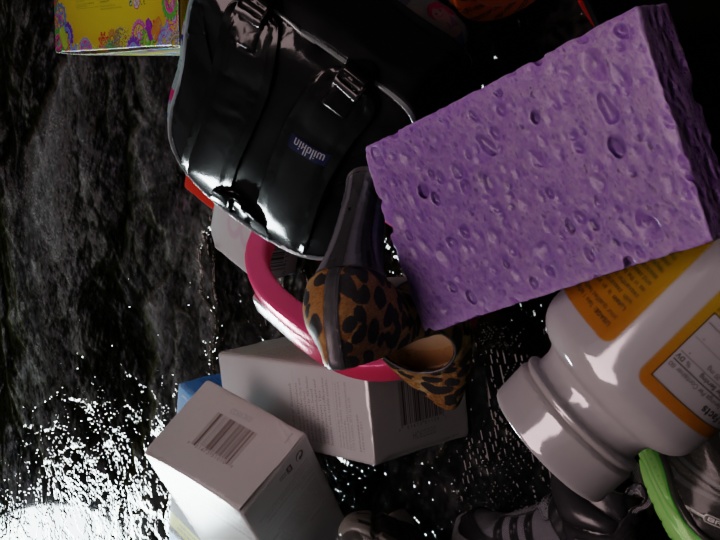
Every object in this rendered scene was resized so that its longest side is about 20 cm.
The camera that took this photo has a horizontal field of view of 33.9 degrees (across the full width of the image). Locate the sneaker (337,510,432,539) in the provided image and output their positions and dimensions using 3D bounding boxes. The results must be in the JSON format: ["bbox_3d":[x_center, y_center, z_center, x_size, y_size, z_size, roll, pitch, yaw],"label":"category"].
[{"bbox_3d":[0.057,0.247,0.821,0.199,0.075,0.080,38,96,-2],"label":"sneaker"}]

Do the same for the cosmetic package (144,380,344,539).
[{"bbox_3d":[-0.079,0.193,0.945,0.112,0.081,0.201,22,146,35],"label":"cosmetic package"}]

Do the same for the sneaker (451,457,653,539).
[{"bbox_3d":[0.133,0.166,0.795,0.200,0.075,0.115,13,89,66],"label":"sneaker"}]

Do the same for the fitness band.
[{"bbox_3d":[0.000,0.000,0.876,0.199,0.143,0.038,35,157,37],"label":"fitness band"}]

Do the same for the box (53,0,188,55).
[{"bbox_3d":[-0.114,-0.232,0.932,0.199,0.191,0.124,10,103,49],"label":"box"}]

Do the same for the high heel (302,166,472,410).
[{"bbox_3d":[0.019,0.056,0.717,0.070,0.144,0.201,-9,130,20],"label":"high heel"}]

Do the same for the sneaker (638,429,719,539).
[{"bbox_3d":[0.194,0.076,0.713,0.083,0.076,0.202,-36,68,25],"label":"sneaker"}]

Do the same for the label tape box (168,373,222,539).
[{"bbox_3d":[-0.119,0.219,1.124,0.143,0.065,0.203,28,120,46],"label":"label tape box"}]

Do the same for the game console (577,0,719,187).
[{"bbox_3d":[0.204,-0.142,0.595,0.176,0.031,0.202,-35,45,23],"label":"game console"}]

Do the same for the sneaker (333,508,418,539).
[{"bbox_3d":[0.013,0.262,0.875,0.079,0.199,0.130,-40,74,17],"label":"sneaker"}]

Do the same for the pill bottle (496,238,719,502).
[{"bbox_3d":[0.170,0.026,0.629,0.200,0.111,0.111,-46,57,13],"label":"pill bottle"}]

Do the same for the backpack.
[{"bbox_3d":[-0.034,-0.112,0.778,0.177,0.151,0.201,34,138,4],"label":"backpack"}]

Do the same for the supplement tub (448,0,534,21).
[{"bbox_3d":[0.053,-0.268,0.773,0.201,0.121,0.123,60,137,26],"label":"supplement tub"}]

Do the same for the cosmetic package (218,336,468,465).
[{"bbox_3d":[-0.018,0.097,0.944,0.199,0.100,0.072,3,100,52],"label":"cosmetic package"}]

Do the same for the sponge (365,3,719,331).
[{"bbox_3d":[0.088,-0.044,0.608,0.199,0.030,0.113,-21,88,48],"label":"sponge"}]

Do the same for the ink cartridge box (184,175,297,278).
[{"bbox_3d":[-0.117,-0.107,1.077,0.199,0.057,0.165,33,121,38],"label":"ink cartridge box"}]
